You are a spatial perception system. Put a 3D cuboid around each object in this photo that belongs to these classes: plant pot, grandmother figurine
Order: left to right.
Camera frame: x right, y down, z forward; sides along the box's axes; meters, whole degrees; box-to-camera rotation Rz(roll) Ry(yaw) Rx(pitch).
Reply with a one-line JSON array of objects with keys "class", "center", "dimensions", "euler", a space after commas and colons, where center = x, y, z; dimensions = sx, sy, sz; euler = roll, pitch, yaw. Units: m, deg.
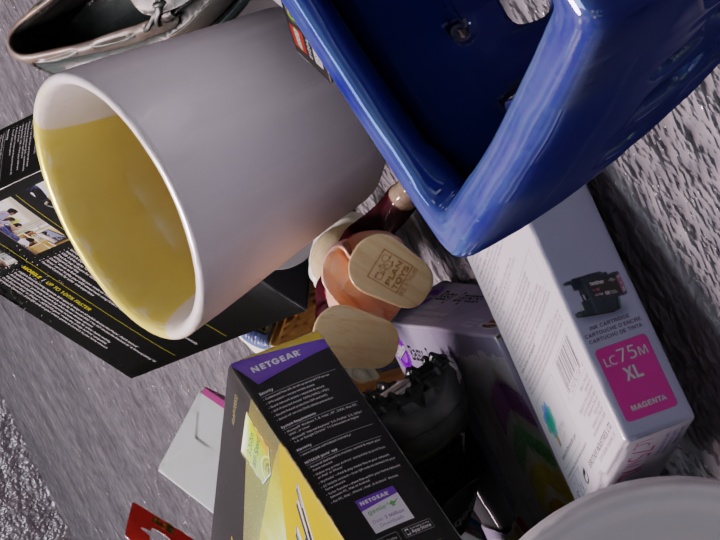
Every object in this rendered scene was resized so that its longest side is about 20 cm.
[{"class": "grandmother figurine", "center": [0.000, 0.000, 1.374], "dimensions": [0.061, 0.121, 0.200], "euler": [36, -179, -8]}, {"class": "plant pot", "center": [0.064, -0.149, 0.733], "dimensions": [0.200, 0.180, 0.200], "euler": [58, 166, 11]}]

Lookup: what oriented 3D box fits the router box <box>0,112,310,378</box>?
[{"class": "router box", "center": [-0.148, -0.017, 1.541], "dimensions": [0.200, 0.149, 0.051], "euler": [37, -135, -39]}]

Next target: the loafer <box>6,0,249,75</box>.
[{"class": "loafer", "center": [-0.119, -0.151, 1.395], "dimensions": [0.200, 0.063, 0.072], "euler": [-32, 64, 46]}]

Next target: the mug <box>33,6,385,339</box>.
[{"class": "mug", "center": [-0.077, -0.067, 1.363], "dimensions": [0.187, 0.153, 0.149], "euler": [14, 128, 55]}]

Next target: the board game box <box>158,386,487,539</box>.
[{"class": "board game box", "center": [-0.003, 0.150, 1.536], "dimensions": [0.200, 0.064, 0.148], "euler": [29, 179, -26]}]

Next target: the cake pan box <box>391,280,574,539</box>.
[{"class": "cake pan box", "center": [0.094, 0.097, 1.344], "dimensions": [0.184, 0.052, 0.200], "euler": [66, 165, -10]}]

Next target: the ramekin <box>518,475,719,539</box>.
[{"class": "ramekin", "center": [0.130, 0.188, 1.128], "dimensions": [0.202, 0.202, 0.094], "euler": [62, 176, -3]}]

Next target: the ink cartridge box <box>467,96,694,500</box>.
[{"class": "ink cartridge box", "center": [0.086, 0.003, 1.177], "dimensions": [0.119, 0.042, 0.200], "euler": [102, 145, -68]}]

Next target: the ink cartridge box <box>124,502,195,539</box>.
[{"class": "ink cartridge box", "center": [-0.047, 0.185, 1.589], "dimensions": [0.200, 0.047, 0.160], "euler": [30, 180, -4]}]

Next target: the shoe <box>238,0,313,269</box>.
[{"class": "shoe", "center": [-0.073, -0.102, 1.498], "dimensions": [0.091, 0.071, 0.200], "euler": [40, 150, 56]}]

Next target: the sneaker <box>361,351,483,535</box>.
[{"class": "sneaker", "center": [0.033, 0.098, 1.337], "dimensions": [0.091, 0.066, 0.200], "euler": [55, 167, 0]}]

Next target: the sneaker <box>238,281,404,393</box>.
[{"class": "sneaker", "center": [-0.024, 0.057, 1.614], "dimensions": [0.200, 0.075, 0.088], "euler": [52, 169, 43]}]

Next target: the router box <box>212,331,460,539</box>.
[{"class": "router box", "center": [-0.013, 0.153, 1.273], "dimensions": [0.157, 0.052, 0.200], "euler": [54, 153, 32]}]

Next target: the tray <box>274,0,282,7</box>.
[{"class": "tray", "center": [-0.038, -0.138, 1.204], "dimensions": [0.200, 0.022, 0.107], "euler": [42, -178, 36]}]

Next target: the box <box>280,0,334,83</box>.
[{"class": "box", "center": [0.004, -0.181, 1.008], "dimensions": [0.035, 0.110, 0.200], "euler": [44, 157, 48]}]
